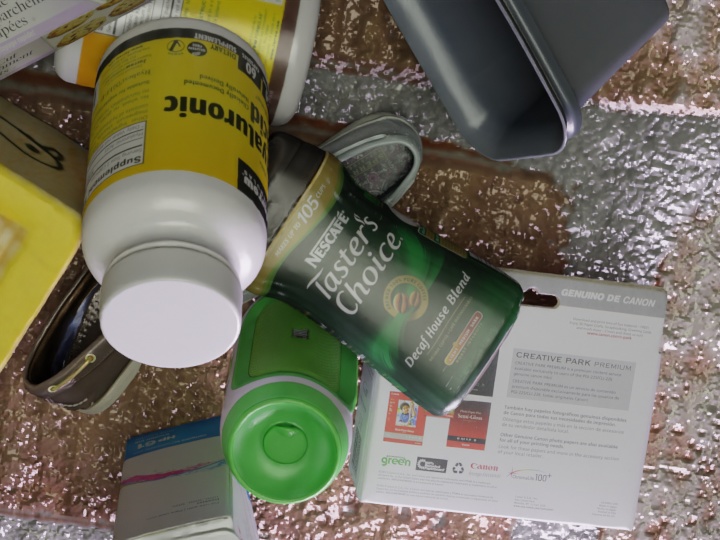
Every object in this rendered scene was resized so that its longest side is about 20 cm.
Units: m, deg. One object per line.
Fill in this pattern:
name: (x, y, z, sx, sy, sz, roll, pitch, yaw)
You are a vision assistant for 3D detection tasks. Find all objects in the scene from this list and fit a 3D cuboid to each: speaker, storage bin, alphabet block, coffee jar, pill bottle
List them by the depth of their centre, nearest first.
pill bottle: (-0.110, -0.046, 1.136, 0.110, 0.201, 0.112, -1, 141, -1)
alphabet block: (-0.295, -0.020, 1.217, 0.194, 0.200, 0.197, 30, 100, -12)
coffee jar: (0.000, 0.000, 1.230, 0.199, 0.085, 0.105, 33, 94, -7)
pill bottle: (-0.131, -0.166, 1.242, 0.198, 0.109, 0.110, 12, 103, -8)
storage bin: (0.102, -0.193, 1.254, 0.134, 0.145, 0.201, -37, 106, -23)
speaker: (-0.046, 0.078, 1.260, 0.087, 0.200, 0.089, 0, 110, 0)

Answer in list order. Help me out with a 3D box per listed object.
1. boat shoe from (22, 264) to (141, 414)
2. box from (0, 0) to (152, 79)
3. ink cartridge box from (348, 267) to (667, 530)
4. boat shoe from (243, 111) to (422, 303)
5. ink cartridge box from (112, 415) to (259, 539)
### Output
boat shoe: (-0.159, 0.009, 1.297, 0.059, 0.072, 0.201, 20, 110, -53)
box: (-0.179, -0.162, 1.149, 0.199, 0.041, 0.039, -31, 81, -21)
ink cartridge box: (0.103, 0.078, 1.338, 0.198, 0.084, 0.178, 7, 101, -7)
boat shoe: (-0.043, -0.038, 1.301, 0.200, 0.072, 0.070, -36, 104, 4)
ink cartridge box: (-0.111, 0.204, 1.289, 0.084, 0.200, 0.146, -12, 105, -2)
